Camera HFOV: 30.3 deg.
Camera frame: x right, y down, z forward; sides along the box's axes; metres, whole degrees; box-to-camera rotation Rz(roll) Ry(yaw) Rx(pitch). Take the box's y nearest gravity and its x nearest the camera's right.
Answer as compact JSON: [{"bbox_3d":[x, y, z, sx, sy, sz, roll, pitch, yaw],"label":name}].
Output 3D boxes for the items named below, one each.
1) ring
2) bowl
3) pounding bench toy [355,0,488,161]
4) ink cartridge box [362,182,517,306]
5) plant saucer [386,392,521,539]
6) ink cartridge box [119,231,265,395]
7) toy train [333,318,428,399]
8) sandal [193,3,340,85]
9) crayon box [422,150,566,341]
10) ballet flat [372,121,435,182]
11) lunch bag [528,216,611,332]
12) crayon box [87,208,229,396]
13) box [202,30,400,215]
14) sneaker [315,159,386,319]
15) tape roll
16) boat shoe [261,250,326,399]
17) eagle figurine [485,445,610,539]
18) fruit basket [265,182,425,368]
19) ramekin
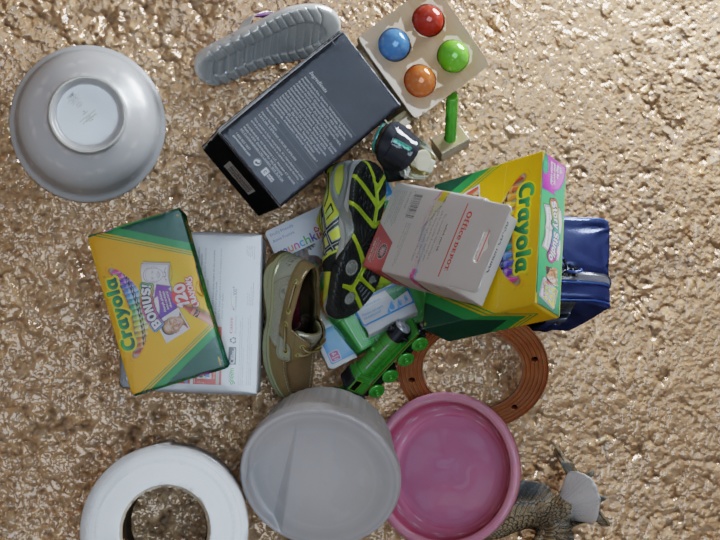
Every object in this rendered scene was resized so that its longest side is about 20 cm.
[{"bbox_3d":[0.146,0.126,1.734,0.199,0.019,0.201,2,122,4],"label":"ring"},{"bbox_3d":[-0.341,-0.190,1.664,0.200,0.090,0.202,0,88,-12],"label":"bowl"},{"bbox_3d":[0.090,-0.242,1.716,0.124,0.156,0.200,-37,96,-10],"label":"pounding bench toy"},{"bbox_3d":[0.107,-0.030,1.588,0.067,0.199,0.117,29,81,-40],"label":"ink cartridge box"},{"bbox_3d":[0.113,0.261,1.725,0.199,0.051,0.202,-4,79,19],"label":"plant saucer"},{"bbox_3d":[-0.211,0.053,1.680,0.174,0.084,0.201,2,88,-1],"label":"ink cartridge box"},{"bbox_3d":[0.011,0.133,1.700,0.056,0.042,0.200,23,119,-35],"label":"toy train"},{"bbox_3d":[-0.125,-0.305,1.727,0.202,0.083,0.050,-20,49,-9],"label":"sandal"},{"bbox_3d":[0.164,-0.028,1.624,0.058,0.172,0.201,26,60,-39],"label":"crayon box"},{"bbox_3d":[0.059,-0.142,1.683,0.073,0.200,0.074,0,86,7],"label":"ballet flat"},{"bbox_3d":[0.244,0.013,1.712,0.135,0.200,0.133,2,77,-8],"label":"lunch bag"},{"bbox_3d":[-0.244,0.039,1.609,0.118,0.058,0.201,-17,88,-1],"label":"crayon box"},{"bbox_3d":[-0.079,-0.179,1.659,0.196,0.200,0.124,-42,97,-9],"label":"box"},{"bbox_3d":[-0.018,-0.040,1.663,0.075,0.076,0.201,7,94,-43],"label":"sneaker"},{"bbox_3d":[-0.238,0.313,1.633,0.201,0.139,0.204,0,85,-6],"label":"tape roll"},{"bbox_3d":[-0.080,0.077,1.674,0.074,0.066,0.201,-31,124,-46],"label":"boat shoe"},{"bbox_3d":[0.227,0.343,1.744,0.199,0.152,0.152,-26,114,-16],"label":"eagle figurine"},{"bbox_3d":[0.000,0.000,1.725,0.184,0.094,0.201,-24,90,-11],"label":"fruit basket"},{"bbox_3d":[-0.047,0.239,1.675,0.201,0.094,0.204,2,114,4],"label":"ramekin"}]
